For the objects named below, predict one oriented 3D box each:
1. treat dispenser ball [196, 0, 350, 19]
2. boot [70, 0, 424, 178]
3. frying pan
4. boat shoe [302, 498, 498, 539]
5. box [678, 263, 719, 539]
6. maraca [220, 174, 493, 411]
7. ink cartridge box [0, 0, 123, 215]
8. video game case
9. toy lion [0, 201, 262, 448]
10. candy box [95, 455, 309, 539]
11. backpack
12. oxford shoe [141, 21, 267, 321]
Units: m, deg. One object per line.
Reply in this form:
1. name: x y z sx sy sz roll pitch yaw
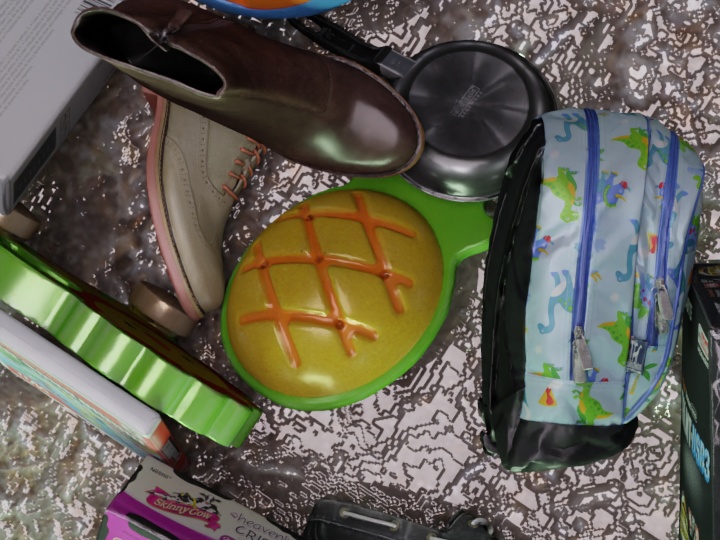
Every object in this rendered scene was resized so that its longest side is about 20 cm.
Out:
1. treat dispenser ball: -0.052 -0.252 1.367 0.201 0.201 0.201 0 92 10
2. boot: -0.064 -0.102 1.334 0.200 0.166 0.072 25 100 5
3. frying pan: 0.047 -0.126 1.433 0.115 0.031 0.190 -30 68 -12
4. boat shoe: 0.059 0.182 1.430 0.200 0.072 0.071 12 68 -3
5. box: 0.215 0.109 1.321 0.050 0.200 0.199 -2 101 3
6. maraca: 0.000 0.000 1.419 0.137 0.107 0.200 38 77 22
7. ink cartridge box: -0.246 -0.148 1.428 0.173 0.044 0.200 25 56 9
8. video game case: -0.175 0.073 1.405 0.143 0.200 0.017 33 80 7
9. toy lion: -0.156 0.036 1.386 0.200 0.192 0.069 33 91 -21
10. candy box: -0.108 0.227 1.421 0.136 0.061 0.200 27 129 8
11. backpack: 0.133 0.002 1.354 0.154 0.163 0.200 -8 99 6
12. oxford shoe: -0.094 -0.068 1.432 0.074 0.071 0.200 -7 76 5
